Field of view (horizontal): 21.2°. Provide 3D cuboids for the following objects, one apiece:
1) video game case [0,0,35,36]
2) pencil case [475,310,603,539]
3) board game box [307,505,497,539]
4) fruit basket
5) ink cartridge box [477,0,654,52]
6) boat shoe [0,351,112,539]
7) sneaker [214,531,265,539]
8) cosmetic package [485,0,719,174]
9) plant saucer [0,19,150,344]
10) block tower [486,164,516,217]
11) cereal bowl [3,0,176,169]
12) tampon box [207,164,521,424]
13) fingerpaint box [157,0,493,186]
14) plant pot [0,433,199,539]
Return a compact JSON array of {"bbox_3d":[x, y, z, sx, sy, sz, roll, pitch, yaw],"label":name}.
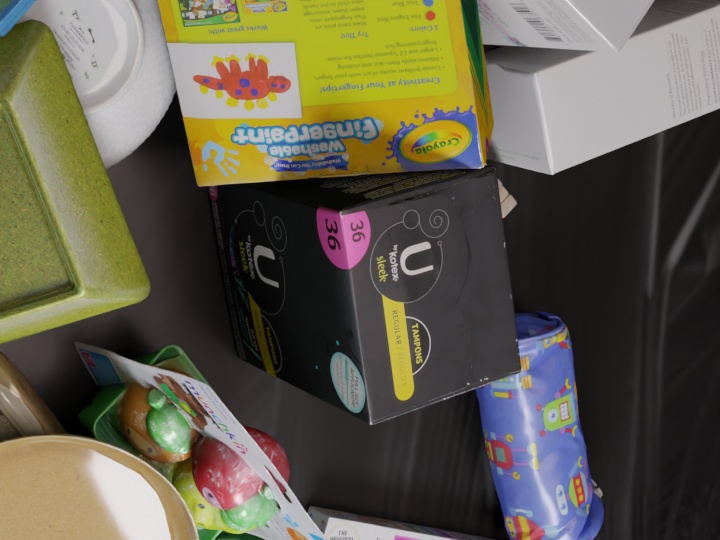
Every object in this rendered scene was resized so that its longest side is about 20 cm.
[{"bbox_3d":[-0.216,-0.261,1.221,0.143,0.018,0.200,36,78,15],"label":"video game case"},{"bbox_3d":[0.142,0.128,1.520,0.087,0.078,0.200,-22,110,-24],"label":"pencil case"},{"bbox_3d":[0.032,0.268,1.511,0.200,0.034,0.135,14,92,-31],"label":"board game box"},{"bbox_3d":[-0.107,0.132,1.309,0.094,0.200,0.185,-44,118,-16],"label":"fruit basket"},{"bbox_3d":[0.116,-0.256,1.359,0.147,0.200,0.145,40,78,-29],"label":"ink cartridge box"},{"bbox_3d":[-0.223,0.145,1.326,0.065,0.072,0.200,-29,120,-1],"label":"boat shoe"},{"bbox_3d":[-0.136,0.240,1.381,0.200,0.084,0.074,-26,112,-22],"label":"sneaker"},{"bbox_3d":[0.190,-0.149,1.477,0.200,0.108,0.085,-22,111,-23],"label":"cosmetic package"},{"bbox_3d":[-0.259,-0.034,1.224,0.200,0.048,0.200,-17,111,5],"label":"plant saucer"},{"bbox_3d":[0.033,-0.104,1.426,0.054,0.058,0.200,-48,117,-14],"label":"block tower"},{"bbox_3d":[-0.201,-0.153,1.268,0.200,0.083,0.201,-6,103,-29],"label":"cereal bowl"},{"bbox_3d":[0.000,0.000,1.343,0.126,0.200,0.150,-17,107,-26],"label":"tampon box"},{"bbox_3d":[-0.021,-0.149,1.274,0.200,0.073,0.167,-4,119,13],"label":"fingerpaint box"},{"bbox_3d":[-0.208,0.190,1.296,0.200,0.028,0.200,-3,118,-6],"label":"plant pot"}]
